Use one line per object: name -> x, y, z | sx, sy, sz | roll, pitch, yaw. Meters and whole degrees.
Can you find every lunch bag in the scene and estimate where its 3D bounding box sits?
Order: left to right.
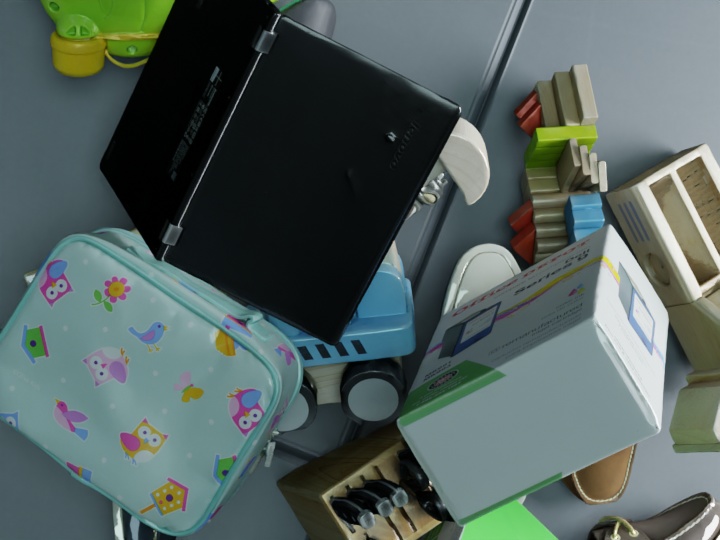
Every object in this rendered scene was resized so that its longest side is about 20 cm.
lunch bag -> -0.143, 0.072, 1.181 | 0.200, 0.077, 0.160 | 34, 99, 9

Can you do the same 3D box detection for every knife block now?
knife block -> -0.002, 0.166, 1.193 | 0.200, 0.176, 0.064 | -28, 94, 31

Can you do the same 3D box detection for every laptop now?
laptop -> -0.062, -0.088, 1.170 | 0.116, 0.200, 0.187 | 14, 114, -36

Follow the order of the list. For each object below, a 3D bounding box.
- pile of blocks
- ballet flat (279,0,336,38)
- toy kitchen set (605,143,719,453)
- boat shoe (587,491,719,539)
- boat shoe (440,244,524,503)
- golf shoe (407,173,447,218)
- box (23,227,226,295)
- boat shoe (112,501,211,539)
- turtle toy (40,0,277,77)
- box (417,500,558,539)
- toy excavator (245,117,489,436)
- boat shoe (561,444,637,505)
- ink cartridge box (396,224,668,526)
pile of blocks -> 0.143, -0.050, 1.295 | 0.062, 0.082, 0.200 | -5, 92, -9
ballet flat -> -0.085, -0.118, 1.264 | 0.200, 0.073, 0.073 | -38, 96, -4
toy kitchen set -> 0.259, 0.014, 1.238 | 0.163, 0.200, 0.181 | -29, 95, -21
boat shoe -> 0.188, 0.222, 1.310 | 0.200, 0.072, 0.060 | -33, 98, -1
boat shoe -> 0.091, 0.080, 1.289 | 0.075, 0.062, 0.200 | -8, 95, -10
golf shoe -> -0.019, -0.086, 1.235 | 0.094, 0.078, 0.200 | -42, 132, 2
box -> -0.139, -0.003, 1.269 | 0.200, 0.050, 0.075 | -25, 95, -8
boat shoe -> -0.145, 0.151, 1.259 | 0.062, 0.075, 0.200 | -6, 82, 3
turtle toy -> -0.141, -0.217, 1.240 | 0.200, 0.101, 0.146 | 0, 116, -9
box -> 0.040, 0.258, 1.192 | 0.097, 0.200, 0.176 | 44, 113, -5
toy excavator -> 0.000, 0.000, 1.212 | 0.194, 0.100, 0.200 | -7, 118, 4
boat shoe -> 0.174, 0.088, 1.277 | 0.076, 0.074, 0.200 | -10, 116, -9
ink cartridge box -> 0.117, 0.063, 1.134 | 0.145, 0.200, 0.088 | -29, 99, 19
